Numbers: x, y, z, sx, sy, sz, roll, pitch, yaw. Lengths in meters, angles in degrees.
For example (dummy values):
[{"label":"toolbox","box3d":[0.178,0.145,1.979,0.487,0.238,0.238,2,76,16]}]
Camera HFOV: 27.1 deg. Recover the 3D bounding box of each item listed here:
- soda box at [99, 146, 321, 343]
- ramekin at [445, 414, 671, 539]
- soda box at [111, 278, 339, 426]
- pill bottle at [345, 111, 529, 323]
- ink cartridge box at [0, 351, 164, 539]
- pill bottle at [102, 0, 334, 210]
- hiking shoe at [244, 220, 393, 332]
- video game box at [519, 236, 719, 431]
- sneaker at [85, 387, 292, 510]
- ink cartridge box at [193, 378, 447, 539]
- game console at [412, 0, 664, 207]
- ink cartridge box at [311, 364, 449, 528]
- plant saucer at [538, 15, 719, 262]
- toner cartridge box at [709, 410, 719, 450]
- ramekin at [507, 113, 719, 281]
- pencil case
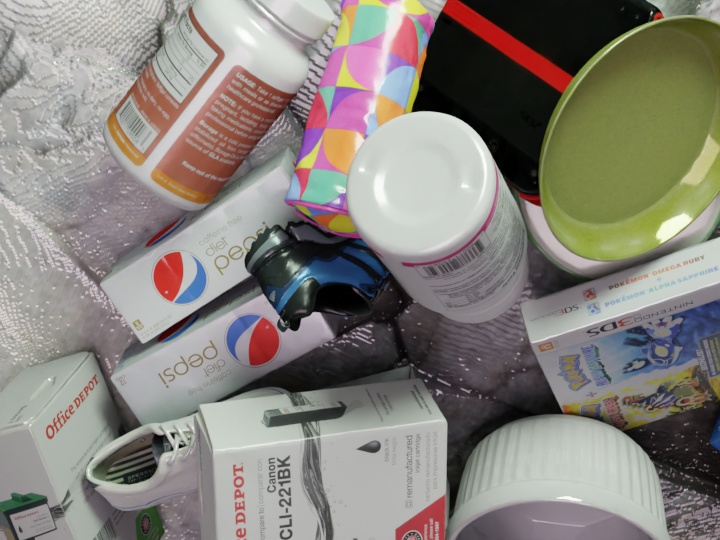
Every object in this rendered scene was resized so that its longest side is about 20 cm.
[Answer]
[{"label":"soda box","box3d":[-0.127,-0.022,1.308,0.199,0.064,0.068,-32,105,13]},{"label":"ramekin","box3d":[0.175,0.217,1.322,0.197,0.106,0.202,5,137,5]},{"label":"soda box","box3d":[-0.119,0.065,1.331,0.198,0.064,0.069,-28,106,14]},{"label":"pill bottle","box3d":[0.067,-0.032,1.153,0.112,0.200,0.115,-5,70,15]},{"label":"ink cartridge box","box3d":[-0.266,0.197,1.351,0.083,0.146,0.202,-13,108,18]},{"label":"pill bottle","box3d":[-0.114,-0.157,1.231,0.112,0.112,0.200,38,108,-10]},{"label":"hiking shoe","box3d":[0.000,0.000,1.259,0.198,0.087,0.075,-14,156,-28]},{"label":"video game box","box3d":[0.245,0.064,1.269,0.180,0.047,0.200,-17,145,12]},{"label":"sneaker","box3d":[-0.145,0.156,1.288,0.198,0.071,0.074,-27,66,12]},{"label":"ink cartridge box","box3d":[-0.033,0.181,1.247,0.197,0.084,0.146,-6,113,-12]},{"label":"game console","box3d":[0.131,-0.165,1.187,0.031,0.200,0.178,13,112,-48]},{"label":"ink cartridge box","box3d":[-0.024,0.204,1.373,0.197,0.084,0.178,-15,109,9]},{"label":"plant saucer","box3d":[0.210,-0.102,1.125,0.198,0.031,0.202,-17,128,-23]},{"label":"toner cartridge box","box3d":[0.395,0.130,1.276,0.094,0.043,0.200,31,150,-8]},{"label":"ramekin","box3d":[0.212,-0.087,1.242,0.197,0.098,0.203,1,110,3]},{"label":"pencil case","box3d":[0.000,-0.128,1.203,0.087,0.088,0.202,16,77,-2]}]
